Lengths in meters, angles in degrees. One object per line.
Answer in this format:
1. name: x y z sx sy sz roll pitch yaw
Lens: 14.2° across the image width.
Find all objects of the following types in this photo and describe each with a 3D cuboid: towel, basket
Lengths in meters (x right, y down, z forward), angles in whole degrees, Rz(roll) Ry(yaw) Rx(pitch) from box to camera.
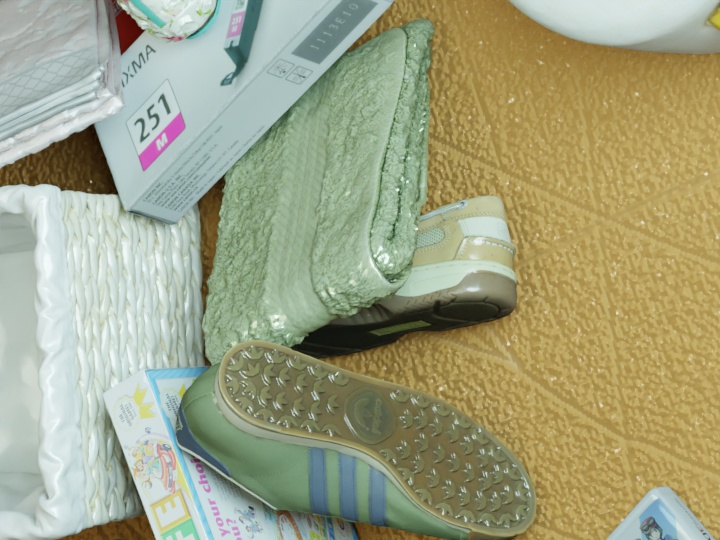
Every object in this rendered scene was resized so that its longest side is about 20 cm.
1. towel: -0.024 -0.043 1.568 0.148 0.036 0.200 -28 39 34
2. towel: -0.233 -0.099 1.659 0.200 0.191 0.032 -25 117 4
3. basket: -0.204 0.055 1.675 0.198 0.161 0.200 -4 88 35

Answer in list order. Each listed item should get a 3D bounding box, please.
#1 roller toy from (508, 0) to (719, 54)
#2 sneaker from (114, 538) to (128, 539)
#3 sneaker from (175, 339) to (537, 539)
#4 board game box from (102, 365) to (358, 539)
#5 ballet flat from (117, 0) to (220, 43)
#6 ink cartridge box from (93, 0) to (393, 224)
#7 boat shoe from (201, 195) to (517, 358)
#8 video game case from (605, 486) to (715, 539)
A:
1. roller toy: 0.147 -0.199 1.439 0.182 0.140 0.200 -11 85 35
2. sneaker: -0.137 0.244 1.555 0.085 0.078 0.200 4 92 35
3. sneaker: -0.009 0.101 1.549 0.090 0.200 0.067 -34 38 51
4. board game box: -0.055 0.149 1.589 0.034 0.134 0.200 -30 73 31
5. ballet flat: -0.109 -0.216 1.613 0.076 0.064 0.200 -37 41 34
6. ink cartridge box: -0.082 -0.154 1.629 0.200 0.044 0.174 -44 50 27
7. boat shoe: 0.000 0.000 1.597 0.200 0.072 0.076 -10 70 30
8. video game case: 0.154 0.246 1.513 0.182 0.022 0.200 50 117 23
